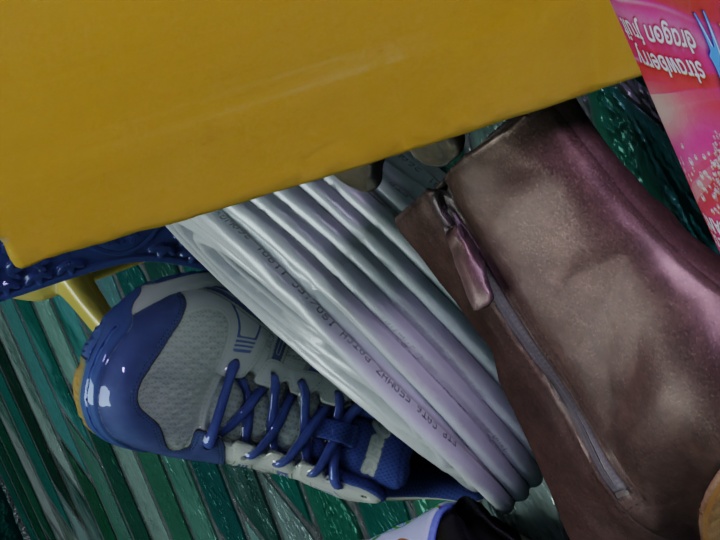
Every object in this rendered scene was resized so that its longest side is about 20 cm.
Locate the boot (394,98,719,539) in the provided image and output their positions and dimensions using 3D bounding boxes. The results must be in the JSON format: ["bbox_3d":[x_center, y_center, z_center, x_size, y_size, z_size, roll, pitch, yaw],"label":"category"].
[{"bbox_3d":[0.073,0.041,0.757,0.166,0.072,0.200,48,152,4],"label":"boot"}]

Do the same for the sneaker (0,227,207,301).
[{"bbox_3d":[-0.094,-0.042,1.011,0.070,0.199,0.078,97,159,-49],"label":"sneaker"}]

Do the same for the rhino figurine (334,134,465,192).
[{"bbox_3d":[0.015,-0.114,0.684,0.060,0.088,0.200,19,145,24],"label":"rhino figurine"}]

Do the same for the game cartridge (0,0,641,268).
[{"bbox_3d":[-0.016,-0.088,0.590,0.177,0.199,0.033,80,172,-52],"label":"game cartridge"}]

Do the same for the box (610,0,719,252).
[{"bbox_3d":[0.122,-0.044,0.395,0.100,0.095,0.200,65,166,-16],"label":"box"}]

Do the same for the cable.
[{"bbox_3d":[0.000,0.000,0.885,0.200,0.069,0.200,42,174,-3],"label":"cable"}]

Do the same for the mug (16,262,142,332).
[{"bbox_3d":[-0.112,-0.054,1.109,0.187,0.153,0.150,45,158,48],"label":"mug"}]

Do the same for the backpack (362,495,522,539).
[{"bbox_3d":[0.029,0.183,0.877,0.200,0.154,0.191,49,-145,-48],"label":"backpack"}]

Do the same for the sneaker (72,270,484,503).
[{"bbox_3d":[-0.020,0.052,1.013,0.088,0.200,0.076,28,104,43],"label":"sneaker"}]

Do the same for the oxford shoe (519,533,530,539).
[{"bbox_3d":[0.057,0.136,1.050,0.058,0.075,0.200,60,172,-7],"label":"oxford shoe"}]
